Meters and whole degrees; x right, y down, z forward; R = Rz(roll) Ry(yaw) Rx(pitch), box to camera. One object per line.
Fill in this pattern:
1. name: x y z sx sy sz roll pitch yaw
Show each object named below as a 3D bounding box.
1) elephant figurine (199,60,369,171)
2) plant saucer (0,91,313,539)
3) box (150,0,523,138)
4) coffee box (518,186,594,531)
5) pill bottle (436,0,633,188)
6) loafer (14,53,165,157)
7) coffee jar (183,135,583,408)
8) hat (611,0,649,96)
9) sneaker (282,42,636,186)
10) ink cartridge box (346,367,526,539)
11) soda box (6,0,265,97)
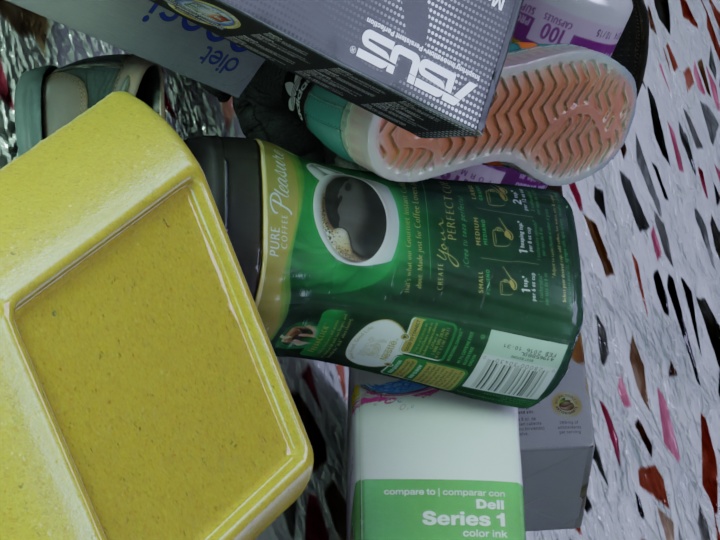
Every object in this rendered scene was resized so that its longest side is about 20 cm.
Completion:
1. elephant figurine: -0.050 -0.134 1.364 0.200 0.141 0.155 53 -7 -12
2. plant saucer: -0.094 0.049 1.084 0.200 0.048 0.200 -41 115 -50
3. box: -0.013 -0.164 1.120 0.200 0.044 0.160 26 75 -32
4. coffee box: 0.086 0.042 1.617 0.114 0.080 0.200 92 -6 -60
5. pill bottle: 0.062 -0.086 1.519 0.200 0.112 0.112 -65 169 15
6. loafer: -0.103 0.000 1.167 0.072 0.063 0.200 30 46 -68
7. coffee jar: 0.000 0.000 1.287 0.085 0.200 0.104 121 -26 -50
8. hat: 0.067 -0.139 1.612 0.081 0.200 0.201 -33 107 -58
9. sneaker: 0.049 -0.085 1.304 0.200 0.080 0.071 -2 114 -46
10. ink cartridge box: 0.035 0.104 1.381 0.145 0.084 0.200 93 -2 -50
11. soda box: -0.110 -0.141 1.152 0.200 0.068 0.063 21 21 -51
